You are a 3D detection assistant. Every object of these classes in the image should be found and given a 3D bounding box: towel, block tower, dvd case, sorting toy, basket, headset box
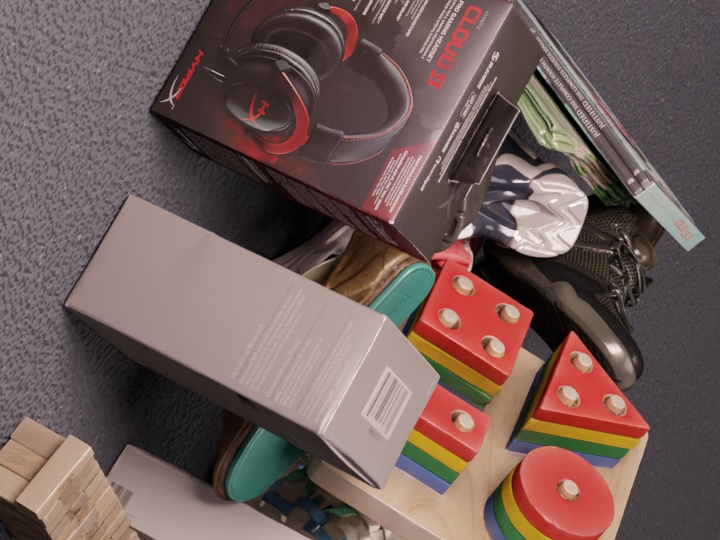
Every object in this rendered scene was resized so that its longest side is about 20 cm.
[{"bbox_3d":[0.125,-0.119,1.766,0.023,0.153,0.200,-38,156,10],"label":"towel"},{"bbox_3d":[-0.177,0.165,1.545,0.054,0.058,0.200,-53,153,-22],"label":"block tower"},{"bbox_3d":[0.169,-0.111,1.797,0.022,0.200,0.146,-37,155,9],"label":"dvd case"},{"bbox_3d":[0.092,0.102,1.599,0.070,0.198,0.200,-54,-174,39],"label":"sorting toy"},{"bbox_3d":[0.010,0.160,1.749,0.200,0.176,0.140,-25,132,-38],"label":"basket"},{"bbox_3d":[0.001,-0.108,1.471,0.149,0.199,0.075,-60,154,-7],"label":"headset box"}]

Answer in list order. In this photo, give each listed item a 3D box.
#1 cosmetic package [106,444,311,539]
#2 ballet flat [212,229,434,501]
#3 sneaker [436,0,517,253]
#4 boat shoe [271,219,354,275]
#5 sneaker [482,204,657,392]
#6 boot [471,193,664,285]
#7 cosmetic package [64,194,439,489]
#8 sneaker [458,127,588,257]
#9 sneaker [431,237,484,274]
[{"bbox_3d":[-0.069,0.182,1.592,0.051,0.199,0.083,-58,153,-15],"label":"cosmetic package"},{"bbox_3d":[-0.038,0.051,1.564,0.200,0.072,0.068,-52,147,2],"label":"ballet flat"},{"bbox_3d":[0.061,-0.115,1.585,0.091,0.076,0.201,-26,132,-65],"label":"sneaker"},{"bbox_3d":[0.000,0.000,1.637,0.200,0.065,0.074,-39,120,-9],"label":"boat shoe"},{"bbox_3d":[0.171,0.011,1.753,0.114,0.199,0.076,-24,118,-8],"label":"sneaker"},{"bbox_3d":[0.139,0.003,1.867,0.200,0.075,0.097,-35,174,27],"label":"boot"},{"bbox_3d":[-0.064,0.041,1.483,0.090,0.199,0.107,-62,150,-11],"label":"cosmetic package"},{"bbox_3d":[0.052,-0.078,1.742,0.198,0.130,0.080,9,110,-23],"label":"sneaker"},{"bbox_3d":[0.049,-0.004,1.778,0.200,0.087,0.074,-17,128,-57],"label":"sneaker"}]
